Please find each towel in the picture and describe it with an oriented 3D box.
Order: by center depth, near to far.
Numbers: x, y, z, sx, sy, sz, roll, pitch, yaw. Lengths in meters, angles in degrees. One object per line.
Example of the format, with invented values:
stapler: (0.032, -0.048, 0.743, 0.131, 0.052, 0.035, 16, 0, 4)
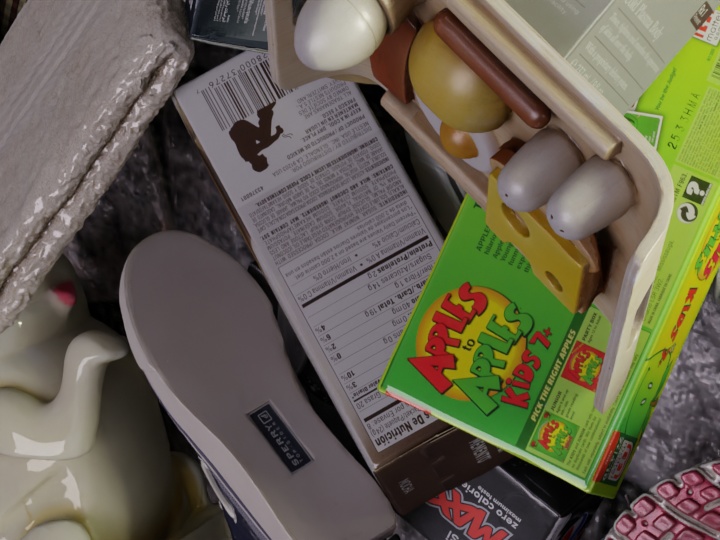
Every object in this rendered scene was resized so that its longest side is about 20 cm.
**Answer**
towel: (-0.141, -0.076, 1.203, 0.200, 0.034, 0.133, -51, 37, 30)

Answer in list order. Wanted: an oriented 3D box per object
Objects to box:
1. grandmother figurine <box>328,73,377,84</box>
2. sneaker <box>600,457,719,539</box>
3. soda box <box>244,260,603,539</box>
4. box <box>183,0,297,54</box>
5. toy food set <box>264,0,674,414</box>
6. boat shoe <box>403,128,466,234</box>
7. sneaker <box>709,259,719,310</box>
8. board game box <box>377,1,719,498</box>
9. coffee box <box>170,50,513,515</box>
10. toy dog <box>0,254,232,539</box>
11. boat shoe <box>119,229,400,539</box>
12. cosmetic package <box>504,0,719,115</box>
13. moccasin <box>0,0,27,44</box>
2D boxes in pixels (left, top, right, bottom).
grandmother figurine: (0.014, -0.186, 1.094, 0.121, 0.060, 0.201, -18, 64, 30)
sneaker: (0.135, 0.143, 1.201, 0.200, 0.075, 0.081, -40, 94, 28)
soda box: (0.025, 0.068, 1.250, 0.200, 0.063, 0.071, 38, 128, 16)
box: (-0.041, -0.221, 1.115, 0.046, 0.159, 0.201, 7, 124, -15)
toy food set: (0.035, -0.043, 0.967, 0.200, 0.060, 0.144, 47, 163, 19)
boat shoe: (0.056, -0.097, 1.146, 0.063, 0.071, 0.201, -6, 105, 39)
sneaker: (0.171, -0.032, 1.085, 0.075, 0.081, 0.201, -25, 93, 43)
board game box: (0.097, -0.019, 1.050, 0.101, 0.048, 0.201, 25, 91, 21)
coffee box: (0.000, 0.000, 1.166, 0.080, 0.113, 0.201, -29, 74, -2)
toy dog: (-0.160, 0.075, 1.305, 0.193, 0.139, 0.201, -25, 93, 43)
boat shoe: (-0.059, 0.082, 1.234, 0.201, 0.074, 0.093, 58, 154, 19)
cosmetic package: (0.122, -0.162, 0.982, 0.200, 0.107, 0.090, -47, 70, 8)
moccasin: (-0.184, -0.107, 1.317, 0.074, 0.078, 0.202, 39, 129, 13)
